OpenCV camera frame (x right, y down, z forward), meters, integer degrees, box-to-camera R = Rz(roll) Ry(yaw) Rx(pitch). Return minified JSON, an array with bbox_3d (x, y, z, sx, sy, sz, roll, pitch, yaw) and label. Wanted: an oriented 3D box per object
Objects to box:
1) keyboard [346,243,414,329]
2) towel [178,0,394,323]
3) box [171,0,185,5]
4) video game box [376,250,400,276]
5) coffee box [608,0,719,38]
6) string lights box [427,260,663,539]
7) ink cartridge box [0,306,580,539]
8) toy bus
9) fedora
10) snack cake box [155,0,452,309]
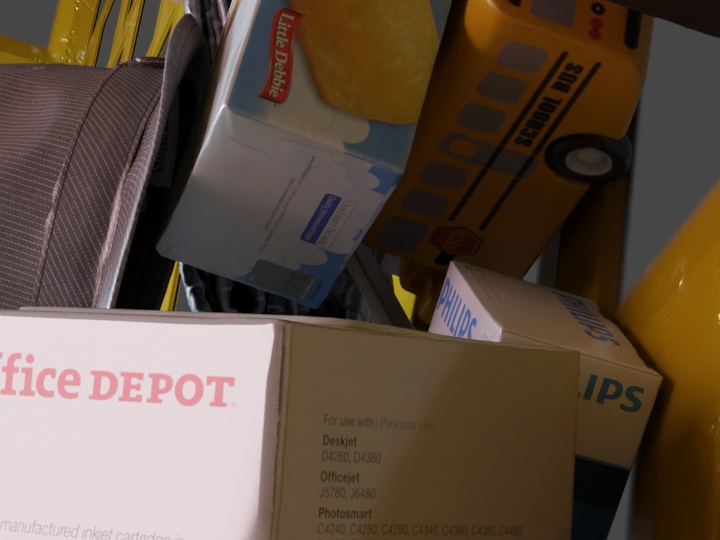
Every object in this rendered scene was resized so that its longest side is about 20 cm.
[{"bbox_3d":[0.000,0.000,1.047,0.200,0.011,0.056,61,-173,28],"label":"keyboard"},{"bbox_3d":[-0.037,-0.038,1.200,0.166,0.085,0.201,73,-168,-70],"label":"towel"},{"bbox_3d":[-0.043,-0.186,1.468,0.200,0.152,0.107,-159,85,-79],"label":"box"},{"bbox_3d":[0.056,-0.124,1.173,0.182,0.047,0.200,-87,16,-55],"label":"video game box"},{"bbox_3d":[0.107,-0.187,0.914,0.200,0.080,0.113,-86,18,-48],"label":"coffee box"},{"bbox_3d":[0.034,0.108,0.921,0.103,0.059,0.201,-121,47,-76],"label":"string lights box"},{"bbox_3d":[-0.037,0.115,0.813,0.146,0.146,0.201,1,86,40],"label":"ink cartridge box"},{"bbox_3d":[0.051,-0.053,1.012,0.200,0.078,0.065,122,160,-56],"label":"toy bus"},{"bbox_3d":[-0.118,-0.018,1.021,0.200,0.090,0.177,-70,-5,-73],"label":"fedora"},{"bbox_3d":[-0.007,-0.102,0.987,0.115,0.067,0.200,121,166,-61],"label":"snack cake box"}]
